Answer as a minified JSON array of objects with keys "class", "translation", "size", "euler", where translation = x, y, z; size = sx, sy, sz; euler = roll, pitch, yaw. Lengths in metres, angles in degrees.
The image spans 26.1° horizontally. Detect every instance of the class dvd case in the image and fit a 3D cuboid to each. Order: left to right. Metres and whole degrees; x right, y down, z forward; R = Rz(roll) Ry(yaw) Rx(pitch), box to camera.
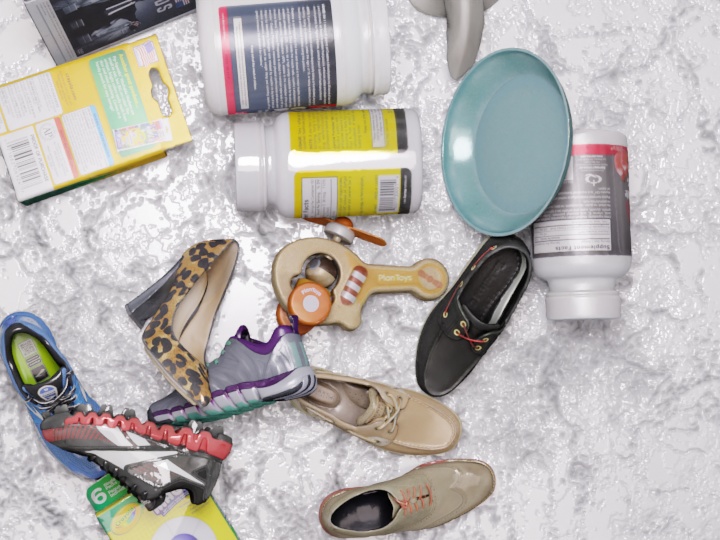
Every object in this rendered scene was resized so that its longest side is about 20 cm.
[{"class":"dvd case","translation":[-0.249,-0.293,1.648],"size":[0.199,0.150,0.025],"euler":[-23,72,-5]}]

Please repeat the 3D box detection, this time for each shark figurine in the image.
[{"class":"shark figurine","translation":[0.086,-0.334,1.706],"size":[0.128,0.089,0.215],"euler":[-41,92,-6]}]

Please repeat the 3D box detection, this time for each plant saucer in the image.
[{"class":"plant saucer","translation":[0.164,-0.136,1.667],"size":[0.036,0.199,0.202],"euler":[3,86,-38]}]

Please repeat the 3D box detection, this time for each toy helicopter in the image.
[{"class":"toy helicopter","translation":[0.000,0.000,1.700],"size":[0.198,0.079,0.134],"euler":[0,78,-15]}]

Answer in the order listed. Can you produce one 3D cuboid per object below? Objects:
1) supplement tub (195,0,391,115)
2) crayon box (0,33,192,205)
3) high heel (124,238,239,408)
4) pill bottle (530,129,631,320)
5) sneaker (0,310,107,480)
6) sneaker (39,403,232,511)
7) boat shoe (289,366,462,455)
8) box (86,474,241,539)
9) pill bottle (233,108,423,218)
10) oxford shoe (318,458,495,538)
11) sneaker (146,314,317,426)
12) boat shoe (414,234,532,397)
[{"class":"supplement tub","translation":[-0.072,-0.242,1.661],"size":[0.198,0.140,0.142],"euler":[-5,87,-4]},{"class":"crayon box","translation":[-0.294,-0.163,1.687],"size":[0.198,0.052,0.127],"euler":[-19,89,-4]},{"class":"high heel","translation":[-0.160,0.049,1.629],"size":[0.142,0.200,0.072],"euler":[-37,134,-1]},{"class":"pill bottle","translation":[0.239,-0.047,1.687],"size":[0.110,0.111,0.202],"euler":[-1,87,-4]},{"class":"sneaker","translation":[-0.327,0.138,1.648],"size":[0.078,0.089,0.201],"euler":[-33,96,-5]},{"class":"sneaker","translation":[-0.235,0.194,1.597],"size":[0.199,0.071,0.099],"euler":[12,79,-10]},{"class":"boat shoe","translation":[0.016,0.156,1.685],"size":[0.198,0.065,0.072],"euler":[15,86,-3]},{"class":"box","translation":[-0.197,0.289,1.659],"size":[0.117,0.048,0.201],"euler":[-33,94,-12]},{"class":"pill bottle","translation":[-0.036,-0.115,1.671],"size":[0.198,0.114,0.115],"euler":[-2,87,-4]},{"class":"oxford shoe","translation":[0.054,0.252,1.677],"size":[0.198,0.075,0.071],"euler":[-17,88,-5]},{"class":"sneaker","translation":[-0.141,0.109,1.659],"size":[0.198,0.074,0.088],"euler":[-16,78,19]},{"class":"boat shoe","translation":[0.119,0.051,1.686],"size":[0.073,0.063,0.202],"euler":[28,100,-10]}]
